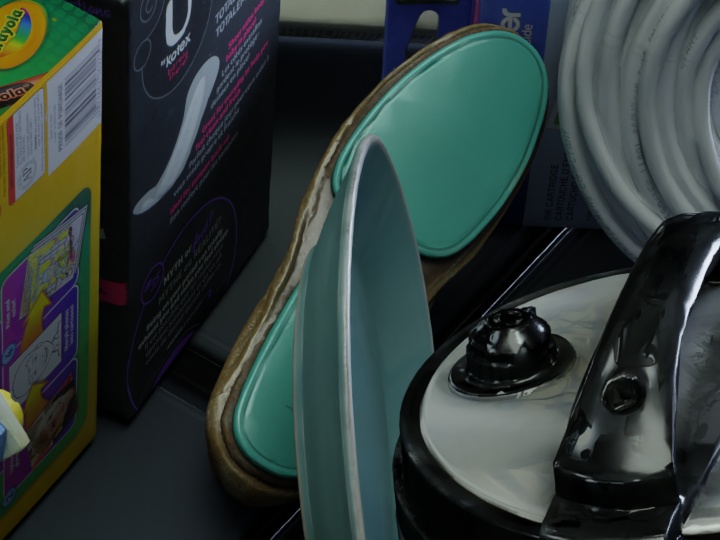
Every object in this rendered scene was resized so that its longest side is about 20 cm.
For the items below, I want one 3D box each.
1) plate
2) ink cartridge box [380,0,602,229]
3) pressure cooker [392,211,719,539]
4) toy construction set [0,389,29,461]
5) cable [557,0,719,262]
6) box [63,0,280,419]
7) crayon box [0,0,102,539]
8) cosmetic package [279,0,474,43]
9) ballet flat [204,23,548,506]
[{"bbox_3d":[0.003,0.058,0.877,0.025,0.200,0.200,-5,45,8],"label":"plate"},{"bbox_3d":[0.107,-0.068,1.060,0.199,0.120,0.042,4,44,-1],"label":"ink cartridge box"},{"bbox_3d":[0.096,0.088,0.824,0.178,0.201,0.176,-18,28,-18],"label":"pressure cooker"},{"bbox_3d":[-0.157,0.119,0.827,0.131,0.200,0.092,48,33,-5],"label":"toy construction set"},{"bbox_3d":[0.169,-0.072,0.984,0.199,0.200,0.069,7,30,-2],"label":"cable"},{"bbox_3d":[-0.099,-0.067,0.985,0.106,0.200,0.122,21,47,15],"label":"box"},{"bbox_3d":[-0.139,0.014,0.901,0.058,0.200,0.119,26,48,18],"label":"crayon box"},{"bbox_3d":[0.018,-0.126,1.113,0.199,0.073,0.104,2,2,-3],"label":"cosmetic package"},{"bbox_3d":[0.000,0.000,1.001,0.068,0.072,0.200,31,67,-9],"label":"ballet flat"}]
